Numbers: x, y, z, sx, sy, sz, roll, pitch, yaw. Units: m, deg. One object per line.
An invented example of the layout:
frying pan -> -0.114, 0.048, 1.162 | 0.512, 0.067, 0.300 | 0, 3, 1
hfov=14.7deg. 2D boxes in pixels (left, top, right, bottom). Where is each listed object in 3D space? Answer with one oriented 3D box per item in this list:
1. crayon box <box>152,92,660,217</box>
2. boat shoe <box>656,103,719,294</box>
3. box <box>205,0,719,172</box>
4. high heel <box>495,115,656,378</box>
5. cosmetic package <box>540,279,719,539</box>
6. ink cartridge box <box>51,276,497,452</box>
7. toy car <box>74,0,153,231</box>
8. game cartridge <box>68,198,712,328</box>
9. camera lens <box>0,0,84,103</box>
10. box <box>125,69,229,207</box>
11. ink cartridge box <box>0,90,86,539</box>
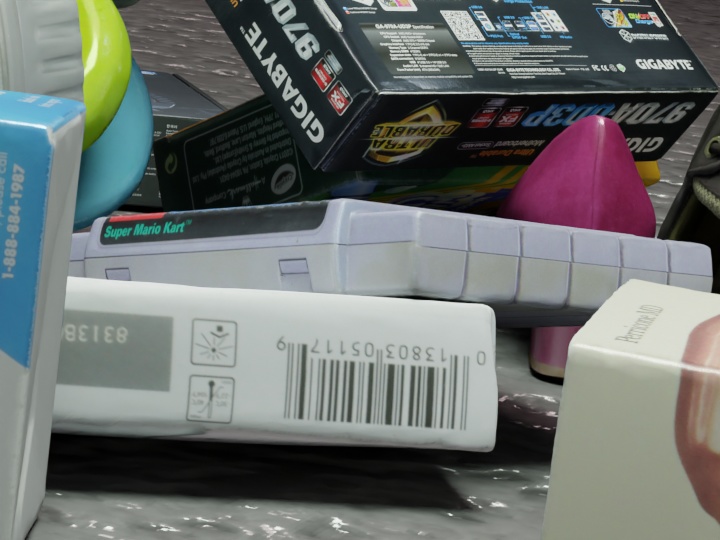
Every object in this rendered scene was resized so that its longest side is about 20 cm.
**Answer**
crayon box -> 0.032, -0.045, 1.162 | 0.200, 0.052, 0.126 | -3, -11, -41
boat shoe -> 0.140, -0.024, 0.906 | 0.065, 0.200, 0.073 | -16, 44, -40
box -> 0.026, -0.112, 1.075 | 0.200, 0.046, 0.159 | -5, 54, -45
high heel -> 0.082, -0.024, 1.081 | 0.067, 0.096, 0.200 | 6, 11, -8
cosmetic package -> 0.149, 0.066, 0.679 | 0.200, 0.087, 0.103 | 9, 12, 11
ink cartridge box -> -0.064, 0.033, 0.878 | 0.162, 0.057, 0.200 | 4, -9, -17
toy car -> -0.166, -0.072, 1.090 | 0.200, 0.175, 0.150 | 13, -24, 29
game cartridge -> 0.000, 0.000, 0.916 | 0.130, 0.038, 0.200 | 12, -9, -38
camera lens -> -0.205, -0.062, 0.848 | 0.200, 0.160, 0.160 | -12, 19, -31
box -> -0.167, -0.068, 1.288 | 0.200, 0.044, 0.160 | 5, 11, -15
ink cartridge box -> -0.178, 0.002, 0.715 | 0.200, 0.116, 0.067 | 8, 11, 1
